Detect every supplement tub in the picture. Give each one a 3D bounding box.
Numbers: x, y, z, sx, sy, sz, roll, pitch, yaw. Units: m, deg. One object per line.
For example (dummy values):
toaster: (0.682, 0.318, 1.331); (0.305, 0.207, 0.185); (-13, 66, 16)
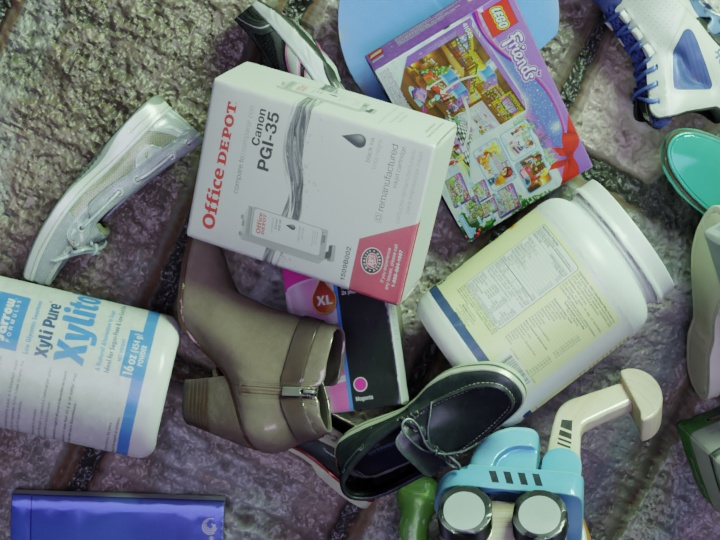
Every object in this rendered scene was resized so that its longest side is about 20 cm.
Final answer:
supplement tub: (0.165, 0.028, 1.382); (0.199, 0.145, 0.145); (-37, 100, 2)
supplement tub: (-0.267, 0.084, 1.368); (0.198, 0.132, 0.133); (13, 98, -7)

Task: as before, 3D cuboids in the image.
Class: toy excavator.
toy excavator: (0.165, 0.171, 1.351); (0.192, 0.202, 0.100); (2, 142, 10)

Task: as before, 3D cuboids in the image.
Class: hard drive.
hard drive: (-0.229, 0.276, 1.455); (0.197, 0.025, 0.134); (2, 99, -4)

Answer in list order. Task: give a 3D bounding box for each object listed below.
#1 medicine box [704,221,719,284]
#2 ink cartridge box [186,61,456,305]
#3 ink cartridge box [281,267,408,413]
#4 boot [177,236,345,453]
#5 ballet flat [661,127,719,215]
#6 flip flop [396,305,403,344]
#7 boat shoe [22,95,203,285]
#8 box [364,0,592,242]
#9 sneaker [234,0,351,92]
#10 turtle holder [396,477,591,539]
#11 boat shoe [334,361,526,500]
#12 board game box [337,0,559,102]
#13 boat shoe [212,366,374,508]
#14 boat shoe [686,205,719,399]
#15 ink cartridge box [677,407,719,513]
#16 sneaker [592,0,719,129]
medicine box: (0.425, 0.010, 1.337); (0.199, 0.103, 0.184); (-29, 114, -11)
ink cartridge box: (-0.035, -0.074, 1.297); (0.198, 0.083, 0.148); (17, 111, 12)
ink cartridge box: (-0.018, 0.025, 1.370); (0.094, 0.037, 0.202); (-8, 86, 13)
boot: (-0.084, 0.058, 1.345); (0.145, 0.070, 0.203); (-3, 84, 23)
ballet flat: (0.355, -0.066, 1.418); (0.199, 0.070, 0.068); (28, 93, -5)
flip flop: (0.000, 0.000, 1.410); (0.080, 0.058, 0.203); (-2, 99, -4)
boat shoe: (-0.225, -0.062, 1.378); (0.065, 0.074, 0.202); (40, 88, -5)
box: (0.108, -0.140, 1.369); (0.136, 0.039, 0.201); (-30, 122, 1)
sneaker: (-0.052, -0.148, 1.358); (0.086, 0.080, 0.201); (-40, 81, 8)
turtle holder: (0.129, 0.257, 1.435); (0.184, 0.141, 0.133); (16, 83, 29)
boat shoe: (0.058, 0.142, 1.318); (0.199, 0.063, 0.075); (-29, 117, 27)
board game box: (0.075, -0.229, 1.384); (0.200, 0.039, 0.158); (-42, 104, 7)
boat shoe: (-0.047, 0.138, 1.420); (0.199, 0.071, 0.063); (39, 106, -11)
boat shoe: (0.341, 0.027, 1.412); (0.059, 0.072, 0.202); (-9, 121, -10)
ink cartridge box: (0.390, 0.174, 1.393); (0.145, 0.200, 0.085); (-20, 101, 0)
sneaker: (0.266, -0.194, 1.381); (0.198, 0.081, 0.116); (32, 88, -10)
